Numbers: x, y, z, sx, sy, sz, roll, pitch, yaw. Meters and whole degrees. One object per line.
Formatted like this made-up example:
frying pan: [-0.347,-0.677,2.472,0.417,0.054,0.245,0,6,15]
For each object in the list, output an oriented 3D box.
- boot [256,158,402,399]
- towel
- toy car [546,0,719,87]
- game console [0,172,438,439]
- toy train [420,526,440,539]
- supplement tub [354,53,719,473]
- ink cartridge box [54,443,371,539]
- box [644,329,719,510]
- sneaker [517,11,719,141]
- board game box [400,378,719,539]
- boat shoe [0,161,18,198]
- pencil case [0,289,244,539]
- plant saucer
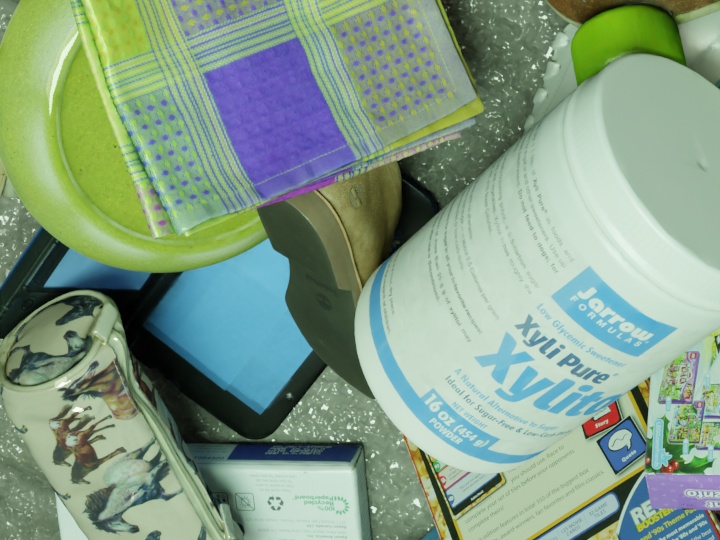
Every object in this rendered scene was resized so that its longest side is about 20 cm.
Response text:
boot: [0.000,0.000,0.958,0.073,0.075,0.201,32,154,26]
towel: [-0.038,-0.110,0.857,0.023,0.199,0.145,-14,97,59]
toy car: [0.134,-0.200,0.800,0.157,0.200,0.166,-15,64,16]
game console: [-0.084,-0.003,0.989,0.118,0.170,0.200,47,113,24]
toy train: [0.084,0.244,1.023,0.200,0.114,0.087,43,114,-2]
supplement tub: [0.100,0.002,0.850,0.132,0.132,0.200,44,132,-3]
ink cartridge box: [-0.087,0.206,1.089,0.195,0.043,0.202,0,108,12]
box: [0.220,0.028,0.888,0.136,0.201,0.039,0,144,16]
sneaker: [0.127,-0.087,0.940,0.200,0.076,0.081,-42,78,20]
board game box: [0.110,0.111,0.947,0.151,0.046,0.201,-35,52,21]
boat shoe: [-0.211,-0.074,1.014,0.198,0.074,0.067,-13,98,16]
pencil case: [-0.132,0.105,0.977,0.089,0.078,0.201,-14,123,18]
plant saucer: [-0.089,-0.086,0.897,0.198,0.031,0.202,-10,117,-20]
